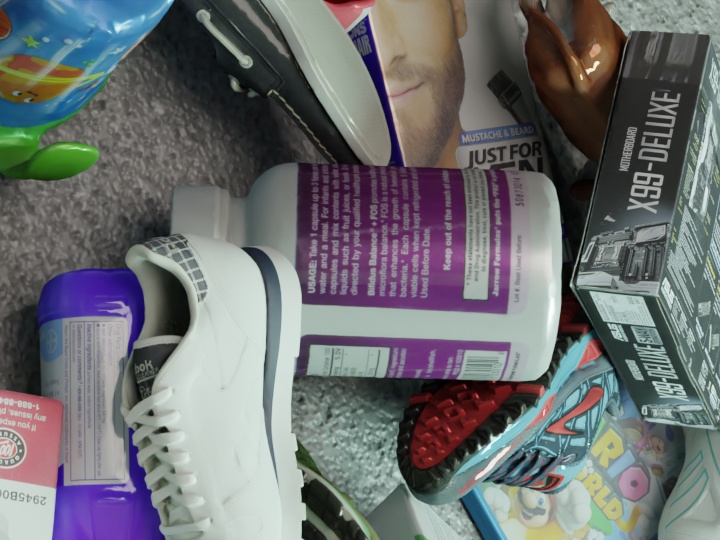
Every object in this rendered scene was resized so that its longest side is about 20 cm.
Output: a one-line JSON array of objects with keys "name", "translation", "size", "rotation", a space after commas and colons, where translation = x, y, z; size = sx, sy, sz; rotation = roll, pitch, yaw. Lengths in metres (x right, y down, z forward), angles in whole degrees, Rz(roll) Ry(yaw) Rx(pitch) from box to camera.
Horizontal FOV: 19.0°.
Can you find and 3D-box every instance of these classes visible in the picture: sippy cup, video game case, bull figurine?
[{"name": "sippy cup", "translation": [-0.158, -0.146, 1.075], "size": [0.140, 0.130, 0.178], "rotation": [-42, 103, -35]}, {"name": "video game case", "translation": [0.141, 0.105, 1.294], "size": [0.200, 0.018, 0.143], "rotation": [-35, 99, -36]}, {"name": "bull figurine", "translation": [0.134, -0.113, 1.259], "size": [0.065, 0.200, 0.122], "rotation": [-18, 68, 6]}]

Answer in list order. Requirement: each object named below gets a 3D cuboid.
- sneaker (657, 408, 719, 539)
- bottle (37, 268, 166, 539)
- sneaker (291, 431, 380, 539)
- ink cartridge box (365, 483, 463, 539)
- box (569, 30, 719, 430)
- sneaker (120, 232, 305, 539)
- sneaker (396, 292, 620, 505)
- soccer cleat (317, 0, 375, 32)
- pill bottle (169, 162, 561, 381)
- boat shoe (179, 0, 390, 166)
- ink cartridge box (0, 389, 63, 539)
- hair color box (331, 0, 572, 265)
[{"name": "sneaker", "translation": [0.227, 0.128, 1.280], "size": [0.070, 0.080, 0.201], "rotation": [19, 64, -25]}, {"name": "bottle", "translation": [-0.127, 0.103, 1.066], "size": [0.065, 0.084, 0.201], "rotation": [0, 81, -12]}, {"name": "sneaker", "translation": [-0.028, 0.121, 1.089], "size": [0.088, 0.200, 0.077], "rotation": [11, 116, -47]}, {"name": "ink cartridge box", "translation": [0.069, 0.228, 1.127], "size": [0.088, 0.145, 0.200], "rotation": [-44, 109, 6]}, {"name": "box", "translation": [0.179, -0.019, 1.225], "size": [0.200, 0.050, 0.158], "rotation": [53, 47, -59]}, {"name": "sneaker", "translation": [-0.077, 0.083, 1.020], "size": [0.080, 0.076, 0.201], "rotation": [8, 74, -45]}, {"name": "sneaker", "translation": [0.096, 0.088, 1.196], "size": [0.200, 0.079, 0.096], "rotation": [-37, 116, -46]}, {"name": "soccer cleat", "translation": [-0.063, -0.212, 1.183], "size": [0.201, 0.076, 0.067], "rotation": [63, 35, -10]}, {"name": "pill bottle", "translation": [0.000, 0.000, 1.126], "size": [0.199, 0.112, 0.113], "rotation": [2, 76, -4]}, {"name": "boat shoe", "translation": [-0.055, -0.130, 1.140], "size": [0.200, 0.060, 0.074], "rotation": [55, 22, -17]}, {"name": "ink cartridge box", "translation": [-0.224, 0.150, 0.988], "size": [0.145, 0.085, 0.201], "rotation": [13, 74, -32]}, {"name": "hair color box", "translation": [0.043, -0.088, 1.244], "size": [0.109, 0.065, 0.201], "rotation": [-11, 84, -36]}]
